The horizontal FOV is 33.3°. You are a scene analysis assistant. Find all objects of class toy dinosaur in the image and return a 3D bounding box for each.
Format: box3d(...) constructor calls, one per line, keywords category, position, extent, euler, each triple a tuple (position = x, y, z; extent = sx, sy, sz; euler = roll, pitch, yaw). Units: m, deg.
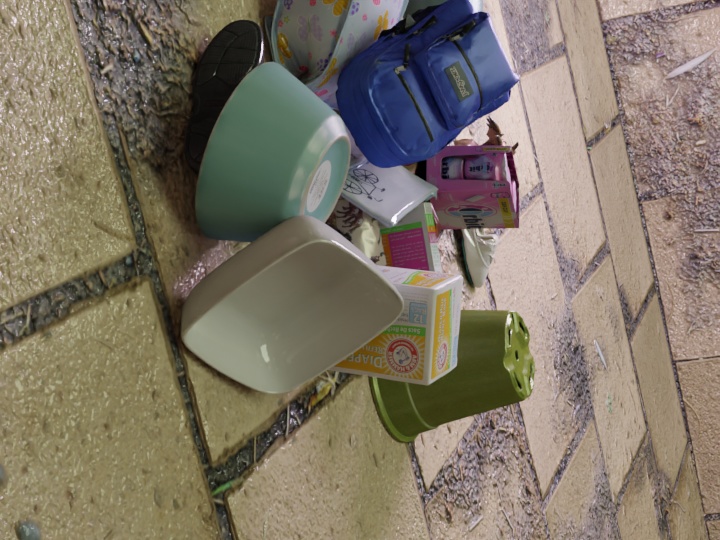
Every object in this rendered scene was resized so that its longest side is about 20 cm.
box3d(category="toy dinosaur", position=(0.171, -0.187, 1.932), extent=(0.200, 0.134, 0.087), euler=(-48, 124, -60))

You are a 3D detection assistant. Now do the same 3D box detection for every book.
box3d(category="book", position=(0.045, 0.022, 1.578), extent=(0.048, 0.132, 0.202), euler=(-3, 85, -64))

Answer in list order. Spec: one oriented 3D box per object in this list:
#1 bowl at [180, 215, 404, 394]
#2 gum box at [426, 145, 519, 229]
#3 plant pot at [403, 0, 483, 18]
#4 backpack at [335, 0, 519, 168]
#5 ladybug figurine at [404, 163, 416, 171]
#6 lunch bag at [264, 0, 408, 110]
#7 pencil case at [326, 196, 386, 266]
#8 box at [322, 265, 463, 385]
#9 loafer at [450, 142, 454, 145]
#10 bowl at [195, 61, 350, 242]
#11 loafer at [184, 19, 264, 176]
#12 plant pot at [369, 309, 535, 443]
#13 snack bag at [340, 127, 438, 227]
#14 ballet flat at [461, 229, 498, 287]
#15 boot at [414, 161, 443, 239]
box3d(category="bowl", position=(-0.076, 0.030, 1.261), extent=(0.200, 0.199, 0.075), euler=(39, 20, -49))
box3d(category="gum box", position=(0.157, -0.114, 1.663), extent=(0.200, 0.112, 0.067), euler=(51, 40, -73))
box3d(category="plant pot", position=(0.113, -0.485, 1.869), extent=(0.200, 0.198, 0.198), euler=(-11, 98, -66))
box3d(category="backpack", position=(0.077, -0.230, 1.480), extent=(0.199, 0.167, 0.163), euler=(-36, 102, -23))
box3d(category="ladybug figurine", position=(0.068, -0.190, 1.667), extent=(0.072, 0.200, 0.135), euler=(52, 34, 6))
box3d(category="lunch bag", position=(-0.035, -0.310, 1.537), extent=(0.169, 0.126, 0.202), euler=(-1, 108, -65))
box3d(category="pencil case", position=(0.000, 0.000, 1.520), extent=(0.089, 0.077, 0.202), euler=(-10, 92, -56))
box3d(category="box", position=(0.008, 0.055, 1.380), extent=(0.101, 0.198, 0.114), euler=(-20, 114, -65))
box3d(category="loafer", position=(0.102, -0.217, 1.857), extent=(0.070, 0.069, 0.202), euler=(40, 36, -74))
box3d(category="bowl", position=(-0.080, -0.109, 1.282), extent=(0.202, 0.104, 0.202), euler=(90, 26, -56))
box3d(category="loafer", position=(-0.148, -0.182, 1.328), extent=(0.063, 0.071, 0.202), euler=(74, 25, -60))
box3d(category="plant pot", position=(0.136, 0.128, 1.674), extent=(0.200, 0.188, 0.202), euler=(38, 47, -56))
box3d(category="snack bag", position=(-0.007, -0.132, 1.506), extent=(0.199, 0.022, 0.188), euler=(35, 26, 9))
box3d(category="ballet flat", position=(0.198, -0.069, 2.035), extent=(0.069, 0.069, 0.202), euler=(-34, 113, -64))
box3d(category="boot", position=(0.080, -0.101, 1.718), extent=(0.201, 0.068, 0.190), euler=(83, 23, -58))
